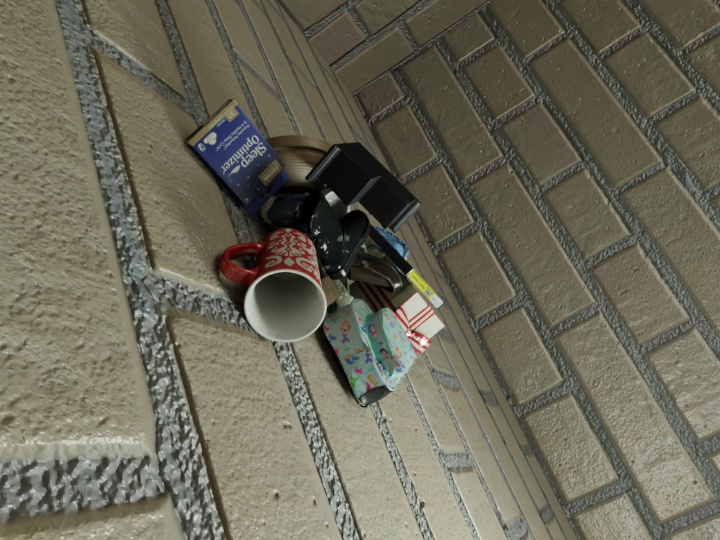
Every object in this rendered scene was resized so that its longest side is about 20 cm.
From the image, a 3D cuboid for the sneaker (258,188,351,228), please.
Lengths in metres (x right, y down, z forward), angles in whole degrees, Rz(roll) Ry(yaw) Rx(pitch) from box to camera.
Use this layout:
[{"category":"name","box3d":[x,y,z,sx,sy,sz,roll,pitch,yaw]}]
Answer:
[{"category":"sneaker","box3d":[-0.128,-0.140,1.306,0.200,0.146,0.081,-26,120,-54]}]

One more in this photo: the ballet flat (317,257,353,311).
[{"category":"ballet flat","box3d":[-0.071,0.002,1.379,0.201,0.071,0.072,67,15,14]}]

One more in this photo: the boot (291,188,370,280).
[{"category":"boot","box3d":[-0.059,-0.097,1.225,0.163,0.073,0.199,56,43,-37]}]

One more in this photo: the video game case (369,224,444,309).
[{"category":"video game case","box3d":[0.102,-0.011,1.429,0.181,0.025,0.200,44,4,-48]}]

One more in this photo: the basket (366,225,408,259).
[{"category":"basket","box3d":[0.041,-0.057,1.651,0.176,0.139,0.200,33,-16,18]}]

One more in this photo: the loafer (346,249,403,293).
[{"category":"loafer","box3d":[0.000,0.000,1.336,0.199,0.072,0.073,30,-24,4]}]

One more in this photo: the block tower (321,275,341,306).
[{"category":"block tower","box3d":[-0.091,0.056,1.234,0.058,0.054,0.200,59,14,-3]}]

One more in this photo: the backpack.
[{"category":"backpack","box3d":[0.017,0.156,1.241,0.201,0.150,0.177,56,15,5]}]

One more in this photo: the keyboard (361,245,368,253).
[{"category":"keyboard","box3d":[0.009,-0.058,1.416,0.200,0.011,0.057,63,14,-74]}]

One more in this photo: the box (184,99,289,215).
[{"category":"box","box3d":[-0.230,-0.216,1.172,0.032,0.121,0.200,23,-23,54]}]

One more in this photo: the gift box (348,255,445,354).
[{"category":"gift box","box3d":[0.070,0.116,1.436,0.184,0.200,0.187,41,7,-42]}]

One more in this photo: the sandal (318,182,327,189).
[{"category":"sandal","box3d":[-0.100,-0.234,1.555,0.201,0.043,0.076,64,13,12]}]

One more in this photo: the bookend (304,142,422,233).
[{"category":"bookend","box3d":[0.014,-0.162,1.239,0.200,0.092,0.199,44,19,1]}]

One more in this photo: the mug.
[{"category":"mug","box3d":[-0.139,-0.003,1.036,0.178,0.133,0.200,55,11,-25]}]

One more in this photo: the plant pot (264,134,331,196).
[{"category":"plant pot","box3d":[-0.154,-0.213,1.312,0.201,0.200,0.093,24,57,-67]}]
